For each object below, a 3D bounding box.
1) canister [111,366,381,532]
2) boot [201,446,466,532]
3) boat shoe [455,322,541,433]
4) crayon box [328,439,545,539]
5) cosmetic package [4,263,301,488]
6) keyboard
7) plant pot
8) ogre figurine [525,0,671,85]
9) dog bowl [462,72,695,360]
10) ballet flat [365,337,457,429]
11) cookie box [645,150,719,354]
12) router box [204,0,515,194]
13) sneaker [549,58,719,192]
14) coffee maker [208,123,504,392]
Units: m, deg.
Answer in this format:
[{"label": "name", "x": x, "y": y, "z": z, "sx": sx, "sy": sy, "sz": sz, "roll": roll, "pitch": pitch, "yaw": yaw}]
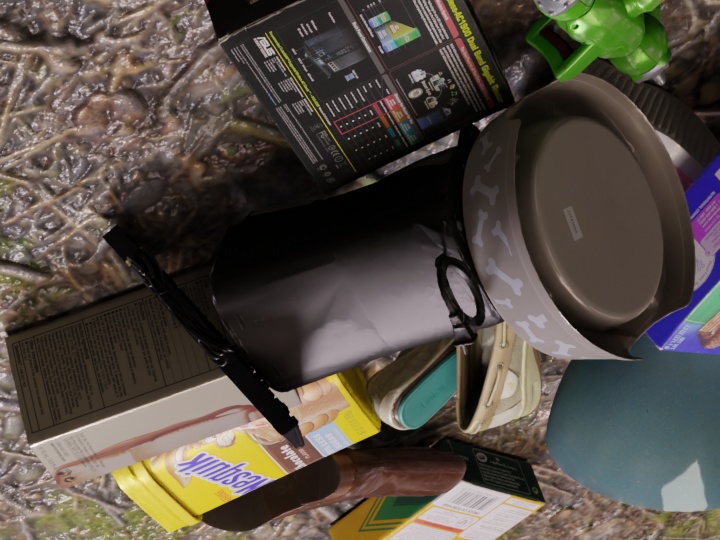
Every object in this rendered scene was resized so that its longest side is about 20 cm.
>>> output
[{"label": "canister", "x": -0.098, "y": 0.123, "z": 1.619, "sx": 0.200, "sy": 0.087, "sz": 0.149, "roll": -25, "pitch": 146, "yaw": 6}, {"label": "boot", "x": -0.026, "y": 0.191, "z": 1.777, "sx": 0.186, "sy": 0.064, "sz": 0.200, "roll": -10, "pitch": 174, "yaw": 36}, {"label": "boat shoe", "x": 0.097, "y": 0.036, "z": 1.548, "sx": 0.063, "sy": 0.073, "sz": 0.201, "roll": -22, "pitch": 126, "yaw": -24}, {"label": "crayon box", "x": 0.062, "y": 0.245, "z": 1.902, "sx": 0.126, "sy": 0.052, "sz": 0.200, "roll": 20, "pitch": 129, "yaw": -44}, {"label": "cosmetic package", "x": -0.157, "y": 0.077, "z": 1.509, "sx": 0.200, "sy": 0.104, "sz": 0.087, "roll": -18, "pitch": 148, "yaw": 2}, {"label": "keyboard", "x": -0.112, "y": 0.042, "z": 1.393, "sx": 0.021, "sy": 0.200, "sz": 0.127, "roll": -43, "pitch": 165, "yaw": -4}, {"label": "plant pot", "x": 0.264, "y": 0.095, "z": 1.691, "sx": 0.200, "sy": 0.200, "sz": 0.135, "roll": -7, "pitch": 119, "yaw": -18}, {"label": "ogre figurine", "x": 0.142, "y": -0.187, "z": 1.265, "sx": 0.098, "sy": 0.120, "sz": 0.200, "roll": -24, "pitch": 147, "yaw": 7}, {"label": "dog bowl", "x": 0.146, "y": -0.031, "z": 1.338, "sx": 0.059, "sy": 0.201, "sz": 0.200, "roll": -19, "pitch": 154, "yaw": 41}, {"label": "ballet flat", "x": 0.087, "y": 0.052, "z": 1.628, "sx": 0.200, "sy": 0.062, "sz": 0.068, "roll": -36, "pitch": 130, "yaw": -12}, {"label": "cookie box", "x": 0.308, "y": -0.017, "z": 1.501, "sx": 0.200, "sy": 0.075, "sz": 0.171, "roll": 5, "pitch": 130, "yaw": -51}, {"label": "router box", "x": 0.001, "y": -0.151, "z": 1.298, "sx": 0.150, "sy": 0.062, "sz": 0.200, "roll": -24, "pitch": 146, "yaw": 7}, {"label": "sneaker", "x": 0.192, "y": -0.085, "z": 1.479, "sx": 0.200, "sy": 0.075, "sz": 0.105, "roll": 23, "pitch": 128, "yaw": -40}, {"label": "coffee maker", "x": 0.000, "y": 0.000, "z": 1.377, "sx": 0.200, "sy": 0.135, "sz": 0.192, "roll": -20, "pitch": -173, "yaw": 25}]
